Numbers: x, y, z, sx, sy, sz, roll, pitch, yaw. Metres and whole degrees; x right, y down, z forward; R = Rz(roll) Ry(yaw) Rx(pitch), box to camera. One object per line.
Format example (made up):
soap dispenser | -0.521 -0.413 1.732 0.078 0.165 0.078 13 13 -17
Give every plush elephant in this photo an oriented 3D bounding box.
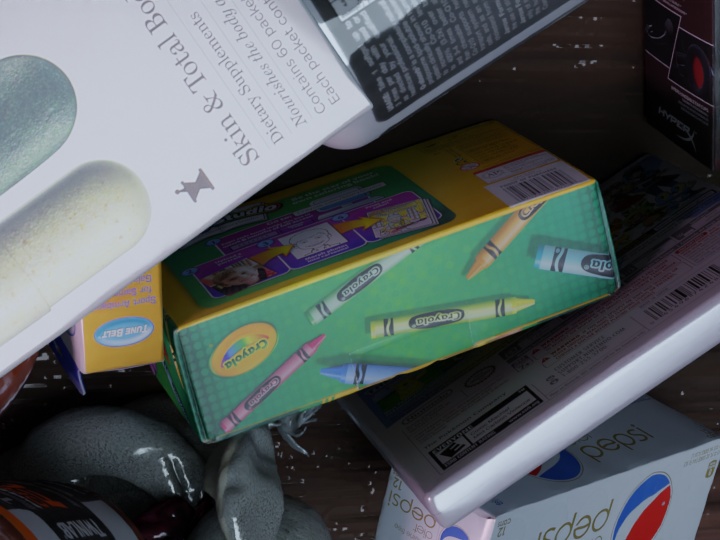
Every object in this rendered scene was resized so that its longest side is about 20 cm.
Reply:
plush elephant | -0.075 0.133 0.968 0.200 0.155 0.165 -36 121 -3

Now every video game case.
video game case | 0.090 0.025 0.972 0.200 0.182 0.022 -34 110 -5

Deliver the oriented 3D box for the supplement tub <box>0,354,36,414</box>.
supplement tub | -0.228 -0.010 0.855 0.107 0.107 0.200 -39 111 -2

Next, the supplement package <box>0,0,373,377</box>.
supplement package | -0.128 -0.062 0.722 0.200 0.151 0.152 -36 103 -3

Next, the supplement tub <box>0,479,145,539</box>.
supplement tub | -0.149 0.134 0.809 0.106 0.200 0.108 -1 86 10

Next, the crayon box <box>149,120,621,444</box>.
crayon box | 0.000 0.000 0.959 0.199 0.119 0.059 -20 112 -13

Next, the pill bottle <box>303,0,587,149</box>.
pill bottle | 0.005 -0.124 0.910 0.199 0.116 0.116 -33 121 -6

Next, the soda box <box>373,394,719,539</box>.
soda box | 0.093 0.114 1.036 0.199 0.064 0.068 -10 121 -48

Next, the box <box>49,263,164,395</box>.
box | -0.116 -0.052 0.891 0.041 0.119 0.201 -10 116 -18

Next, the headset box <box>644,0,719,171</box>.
headset box | 0.212 -0.163 1.000 0.148 0.075 0.201 -12 117 -16
